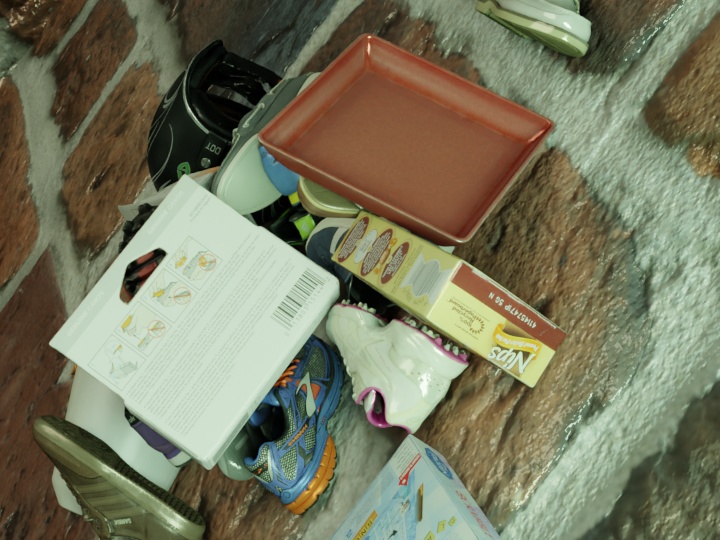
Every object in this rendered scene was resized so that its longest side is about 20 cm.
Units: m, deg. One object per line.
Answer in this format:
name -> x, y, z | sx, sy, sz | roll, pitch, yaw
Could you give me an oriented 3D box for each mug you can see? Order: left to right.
mug -> -0.248, 0.186, 1.582 | 0.187, 0.148, 0.154 | 117, 172, -82

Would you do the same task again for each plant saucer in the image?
plant saucer -> 0.040, -0.108, 1.290 | 0.200, 0.199, 0.037 | -50, -18, -43

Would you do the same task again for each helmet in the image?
helmet -> -0.144, -0.138, 1.675 | 0.191, 0.199, 0.201 | 117, 167, -52

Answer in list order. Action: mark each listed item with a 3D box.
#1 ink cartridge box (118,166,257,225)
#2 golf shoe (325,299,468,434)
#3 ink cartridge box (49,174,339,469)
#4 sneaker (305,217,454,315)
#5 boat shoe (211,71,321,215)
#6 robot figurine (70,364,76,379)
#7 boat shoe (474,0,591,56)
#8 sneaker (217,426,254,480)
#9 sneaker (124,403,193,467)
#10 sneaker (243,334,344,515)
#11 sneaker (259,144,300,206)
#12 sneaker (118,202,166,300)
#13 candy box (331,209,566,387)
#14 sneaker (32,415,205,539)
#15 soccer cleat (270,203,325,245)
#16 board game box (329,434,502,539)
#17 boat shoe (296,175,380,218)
ink cartridge box -> -0.165, -0.022, 1.614 | 0.050, 0.163, 0.200 | -39, 17, -25
golf shoe -> 0.012, 0.081, 1.293 | 0.092, 0.075, 0.200 | -63, 25, -5
ink cartridge box -> -0.144, 0.043, 1.336 | 0.200, 0.176, 0.045 | -53, -10, -14
sneaker -> 0.000, 0.000, 1.396 | 0.200, 0.075, 0.085 | -8, 50, 57
boat shoe -> -0.097, -0.130, 1.541 | 0.061, 0.073, 0.200 | 10, 50, 38
robot figurine -> -0.281, 0.092, 1.806 | 0.199, 0.058, 0.146 | -20, 43, 51
boat shoe -> 0.164, -0.249, 1.386 | 0.069, 0.074, 0.200 | -60, 25, 8
sneaker -> -0.117, 0.145, 1.463 | 0.080, 0.070, 0.201 | -55, 18, 26
sneaker -> -0.135, 0.076, 1.379 | 0.200, 0.088, 0.076 | -52, 19, -18
sneaker -> -0.065, 0.123, 1.370 | 0.075, 0.078, 0.201 | -41, 30, 28
sneaker -> -0.020, -0.147, 1.521 | 0.200, 0.079, 0.066 | -39, 7, -33
sneaker -> -0.192, 0.029, 1.548 | 0.071, 0.098, 0.202 | -26, 65, 22
candy box -> 0.066, 0.019, 1.213 | 0.055, 0.115, 0.200 | -56, 26, -1
sneaker -> -0.249, 0.221, 1.463 | 0.076, 0.199, 0.070 | -56, -7, 3
soccer cleat -> -0.018, -0.057, 1.482 | 0.081, 0.068, 0.200 | -28, 5, -32
board game box -> 0.022, 0.251, 1.119 | 0.200, 0.041, 0.200 | -53, 26, 8
boat shoe -> 0.026, -0.077, 1.346 | 0.072, 0.199, 0.068 | 63, 144, 16
